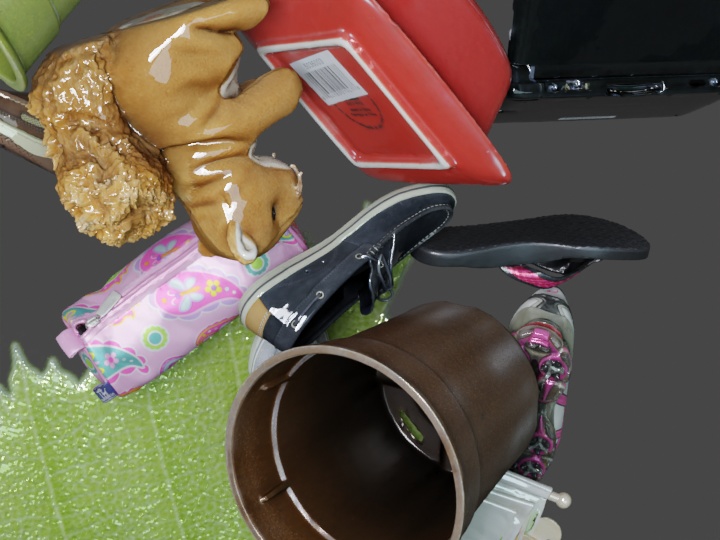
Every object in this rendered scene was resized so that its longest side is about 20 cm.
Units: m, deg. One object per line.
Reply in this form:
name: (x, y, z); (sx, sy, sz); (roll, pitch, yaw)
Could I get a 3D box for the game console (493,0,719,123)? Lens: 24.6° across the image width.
game console: (0.194, -0.186, 1.278); (0.199, 0.176, 0.117); (-3, 86, -14)

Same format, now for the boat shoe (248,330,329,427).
boat shoe: (-0.057, 0.129, 1.350); (0.070, 0.072, 0.202); (3, 109, -17)

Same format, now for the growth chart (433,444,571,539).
growth chart: (0.079, 0.241, 1.422); (0.144, 0.018, 0.201); (29, 113, -10)

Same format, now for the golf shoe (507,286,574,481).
golf shoe: (0.143, 0.104, 1.396); (0.072, 0.092, 0.201); (19, 129, 5)

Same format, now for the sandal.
sandal: (0.137, -0.012, 1.357); (0.198, 0.075, 0.045); (-3, 112, -7)

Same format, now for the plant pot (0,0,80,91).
plant pot: (-0.222, -0.258, 1.112); (0.190, 0.200, 0.200); (-42, 116, -10)

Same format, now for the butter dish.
butter dish: (0.034, -0.172, 1.224); (0.200, 0.200, 0.148); (47, 70, -26)

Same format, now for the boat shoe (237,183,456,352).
boat shoe: (0.000, 0.000, 1.275); (0.199, 0.062, 0.075); (-33, 155, -21)

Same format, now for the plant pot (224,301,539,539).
plant pot: (0.033, 0.121, 1.267); (0.199, 0.198, 0.202); (11, 112, 28)

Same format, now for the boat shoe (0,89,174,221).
boat shoe: (-0.219, -0.109, 1.225); (0.202, 0.075, 0.075); (28, 86, -29)

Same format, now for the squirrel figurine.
squirrel figurine: (-0.133, -0.085, 1.175); (0.199, 0.141, 0.188); (-25, 108, -26)

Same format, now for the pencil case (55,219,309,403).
pencil case: (-0.137, 0.012, 1.278); (0.200, 0.087, 0.088); (-36, 115, -1)
